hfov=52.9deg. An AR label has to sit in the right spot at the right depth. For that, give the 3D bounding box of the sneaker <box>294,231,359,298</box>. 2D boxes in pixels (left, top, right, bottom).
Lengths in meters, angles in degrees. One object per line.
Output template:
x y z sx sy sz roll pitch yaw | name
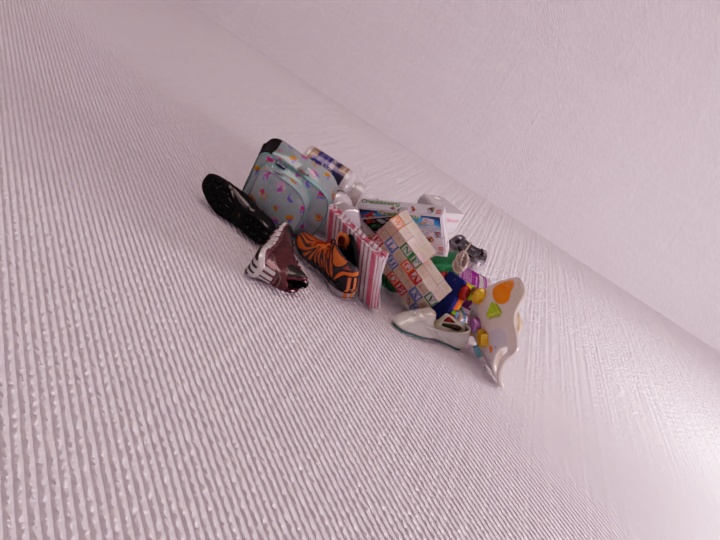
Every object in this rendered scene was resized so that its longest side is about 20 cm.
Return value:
-0.061 -0.045 1.505 0.077 0.114 0.200 -18 48 -38 | sneaker

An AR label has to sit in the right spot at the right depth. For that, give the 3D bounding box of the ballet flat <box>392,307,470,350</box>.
0.157 0.114 1.549 0.197 0.070 0.070 21 21 -29 | ballet flat

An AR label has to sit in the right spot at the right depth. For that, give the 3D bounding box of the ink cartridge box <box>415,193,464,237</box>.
0.162 -0.086 1.846 0.084 0.202 0.144 37 20 22 | ink cartridge box

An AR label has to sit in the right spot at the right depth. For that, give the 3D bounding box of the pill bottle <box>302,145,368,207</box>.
-0.081 -0.250 2.014 0.198 0.112 0.111 32 18 3 | pill bottle

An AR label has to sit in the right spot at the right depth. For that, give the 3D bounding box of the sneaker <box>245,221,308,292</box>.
-0.143 -0.013 1.402 0.115 0.076 0.201 35 29 -5 | sneaker

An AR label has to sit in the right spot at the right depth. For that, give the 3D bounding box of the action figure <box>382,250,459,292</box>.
0.126 0.010 1.670 0.195 0.120 0.055 -8 35 -8 | action figure

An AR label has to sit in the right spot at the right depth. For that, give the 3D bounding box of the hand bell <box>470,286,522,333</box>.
0.293 0.088 1.664 0.104 0.104 0.200 48 3 41 | hand bell

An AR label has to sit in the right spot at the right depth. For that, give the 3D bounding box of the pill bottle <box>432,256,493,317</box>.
0.220 0.033 1.778 0.197 0.113 0.113 26 19 -19 | pill bottle

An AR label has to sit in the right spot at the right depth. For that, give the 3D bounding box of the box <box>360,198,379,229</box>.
0.065 -0.104 1.836 0.049 0.083 0.200 42 3 27 | box

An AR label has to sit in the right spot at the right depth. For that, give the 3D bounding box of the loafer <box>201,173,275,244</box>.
-0.252 -0.126 1.511 0.200 0.068 0.070 42 12 12 | loafer

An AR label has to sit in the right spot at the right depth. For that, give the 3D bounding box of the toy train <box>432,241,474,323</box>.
0.232 0.038 1.653 0.084 0.203 0.115 34 11 35 | toy train

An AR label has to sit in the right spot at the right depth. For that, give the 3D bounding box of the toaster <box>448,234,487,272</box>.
0.257 -0.008 1.914 0.113 0.131 0.200 32 18 7 | toaster

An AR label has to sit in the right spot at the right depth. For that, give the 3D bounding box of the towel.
-0.013 -0.029 1.523 0.029 0.148 0.200 -19 46 -29 | towel

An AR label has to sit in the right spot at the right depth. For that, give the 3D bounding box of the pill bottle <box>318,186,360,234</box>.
-0.089 -0.161 1.771 0.115 0.117 0.200 10 28 -47 | pill bottle

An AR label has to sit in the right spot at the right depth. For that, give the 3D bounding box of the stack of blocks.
0.109 -0.013 1.571 0.058 0.115 0.202 -32 85 -42 | stack of blocks

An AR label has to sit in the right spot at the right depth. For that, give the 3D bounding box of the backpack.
-0.155 -0.164 1.589 0.197 0.177 0.155 26 35 -12 | backpack

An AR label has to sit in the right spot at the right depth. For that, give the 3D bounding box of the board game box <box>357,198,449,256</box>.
0.097 -0.096 1.624 0.196 0.128 0.035 8 49 19 | board game box

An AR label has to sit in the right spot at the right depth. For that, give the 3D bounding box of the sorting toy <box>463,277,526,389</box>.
0.294 0.148 1.550 0.104 0.203 0.182 2 39 -10 | sorting toy
